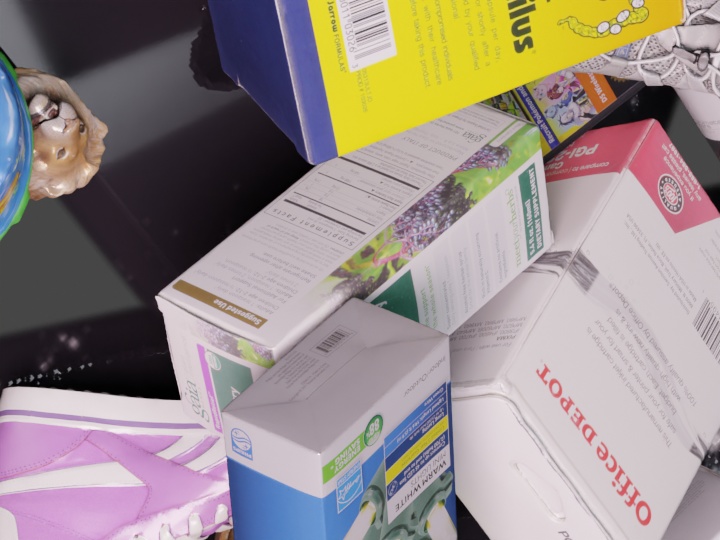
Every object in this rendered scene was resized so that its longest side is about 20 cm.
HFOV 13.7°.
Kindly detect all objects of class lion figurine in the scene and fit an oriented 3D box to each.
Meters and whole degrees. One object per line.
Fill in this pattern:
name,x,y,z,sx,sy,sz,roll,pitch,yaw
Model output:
lion figurine,-0.223,-0.029,1.436,0.122,0.072,0.200,43,86,-22

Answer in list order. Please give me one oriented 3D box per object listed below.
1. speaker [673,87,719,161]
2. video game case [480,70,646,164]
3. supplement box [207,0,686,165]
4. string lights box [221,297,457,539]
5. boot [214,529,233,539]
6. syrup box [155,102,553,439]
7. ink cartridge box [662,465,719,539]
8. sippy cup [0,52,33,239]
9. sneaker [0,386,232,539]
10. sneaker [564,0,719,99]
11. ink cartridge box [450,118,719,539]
speaker,0.251,-0.049,1.639,0.081,0.081,0.200,-40,113,-13
video game case,0.078,-0.143,1.512,0.181,0.026,0.200,-38,132,-3
supplement box,0.036,-0.149,1.393,0.200,0.109,0.110,-22,125,-15
string lights box,-0.006,0.125,1.391,0.103,0.059,0.200,-41,140,-39
boot,-0.018,0.210,1.565,0.074,0.075,0.200,-23,106,-17
syrup box,0.000,0.000,1.447,0.200,0.081,0.079,-41,138,-33
ink cartridge box,0.178,0.242,1.653,0.200,0.084,0.176,-42,112,-12
sippy cup,-0.207,-0.059,1.334,0.140,0.130,0.178,-42,97,-11
sneaker,-0.085,0.122,1.473,0.200,0.073,0.114,2,74,11
sneaker,0.173,-0.124,1.501,0.200,0.082,0.075,-2,121,-17
ink cartridge box,0.119,0.044,1.548,0.146,0.085,0.200,53,49,-26
